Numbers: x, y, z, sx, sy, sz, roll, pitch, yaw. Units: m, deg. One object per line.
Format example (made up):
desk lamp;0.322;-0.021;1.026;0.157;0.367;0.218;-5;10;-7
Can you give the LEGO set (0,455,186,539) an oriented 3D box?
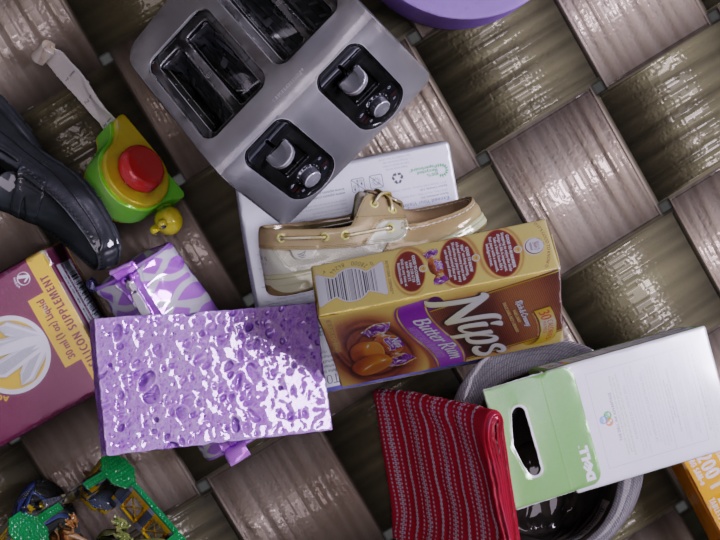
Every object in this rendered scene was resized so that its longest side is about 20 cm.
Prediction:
LEGO set;-0.242;0.261;1.109;0.154;0.200;0.116;42;115;0

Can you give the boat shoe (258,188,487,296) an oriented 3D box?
boat shoe;0.008;-0.034;1.109;0.198;0.074;0.067;-17;101;-2

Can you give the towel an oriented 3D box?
towel;0.070;0.179;1.113;0.022;0.199;0.146;-11;96;-28

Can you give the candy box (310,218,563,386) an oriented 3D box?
candy box;0.067;0.029;1.087;0.198;0.117;0.057;-13;55;2

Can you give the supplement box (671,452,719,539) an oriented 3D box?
supplement box;0.391;0.163;1.188;0.199;0.074;0.127;-30;96;-1

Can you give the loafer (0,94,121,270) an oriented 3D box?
loafer;-0.284;-0.068;1.111;0.200;0.068;0.070;44;55;12

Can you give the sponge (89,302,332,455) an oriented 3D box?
sponge;-0.123;0.089;1.093;0.198;0.030;0.113;-4;84;-24

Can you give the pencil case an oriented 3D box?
pencil case;-0.151;0.070;1.144;0.084;0.085;0.201;-34;96;-2

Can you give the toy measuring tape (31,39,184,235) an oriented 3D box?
toy measuring tape;-0.228;-0.106;1.130;0.073;0.074;0.200;-40;98;0

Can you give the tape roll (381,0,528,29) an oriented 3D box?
tape roll;0.086;-0.314;1.130;0.198;0.085;0.202;0;95;-4

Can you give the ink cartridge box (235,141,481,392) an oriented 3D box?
ink cartridge box;0.000;0.000;1.169;0.197;0.041;0.202;-10;95;-3

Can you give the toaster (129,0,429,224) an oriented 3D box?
toaster;-0.071;-0.174;1.083;0.181;0.119;0.200;-43;62;7

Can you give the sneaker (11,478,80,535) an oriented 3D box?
sneaker;-0.310;0.283;1.156;0.078;0.075;0.202;5;77;36

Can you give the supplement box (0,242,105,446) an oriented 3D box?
supplement box;-0.319;0.079;1.126;0.199;0.103;0.132;-30;97;0

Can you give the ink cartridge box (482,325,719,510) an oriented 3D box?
ink cartridge box;0.203;0.122;1.093;0.198;0.059;0.105;-15;89;-8

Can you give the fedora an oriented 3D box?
fedora;0.158;0.162;1.165;0.175;0.090;0.202;-9;88;-4
